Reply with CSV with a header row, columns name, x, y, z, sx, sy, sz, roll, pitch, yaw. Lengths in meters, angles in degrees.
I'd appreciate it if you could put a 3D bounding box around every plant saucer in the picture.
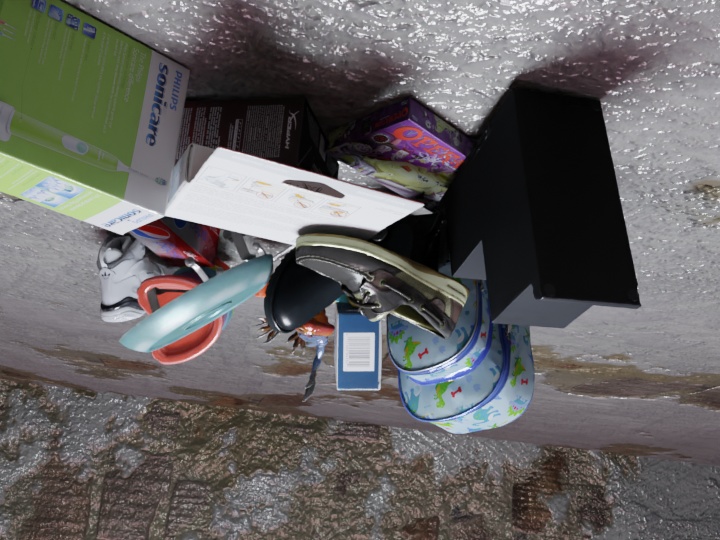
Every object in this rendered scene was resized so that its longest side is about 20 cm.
name,x,y,z,sx,sy,sz,roll,pitch,yaw
plant saucer,-0.181,0.043,0.905,0.198,0.028,0.200,-31,177,-2

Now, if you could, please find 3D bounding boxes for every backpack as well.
name,x,y,z,sx,sy,sz,roll,pitch,yaw
backpack,0.121,0.096,1.007,0.181,0.204,0.146,-22,147,32

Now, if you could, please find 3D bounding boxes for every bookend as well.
name,x,y,z,sx,sy,sz,roll,pitch,yaw
bookend,0.154,-0.024,0.740,0.090,0.204,0.199,5,153,-14

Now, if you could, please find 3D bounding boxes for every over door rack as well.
name,x,y,z,sx,sy,sz,roll,pitch,yaw
over door rack,-0.163,-0.019,0.973,0.146,0.067,0.200,-32,177,18

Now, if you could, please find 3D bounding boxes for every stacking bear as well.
name,x,y,z,sx,sy,sz,roll,pitch,yaw
stacking bear,-0.234,0.038,1.147,0.111,0.124,0.200,-9,-165,5

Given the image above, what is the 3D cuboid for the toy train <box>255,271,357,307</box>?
name,x,y,z,sx,sy,sz,roll,pitch,yaw
toy train,-0.065,0.014,1.077,0.195,0.057,0.150,1,-174,-3

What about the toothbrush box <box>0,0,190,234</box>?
name,x,y,z,sx,sy,sz,roll,pitch,yaw
toothbrush box,-0.258,-0.137,0.668,0.198,0.149,0.085,20,156,-39

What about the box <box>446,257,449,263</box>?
name,x,y,z,sx,sy,sz,roll,pitch,yaw
box,0.041,-0.015,1.097,0.157,0.047,0.198,21,157,-37

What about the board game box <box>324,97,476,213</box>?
name,x,y,z,sx,sy,sz,roll,pitch,yaw
board game box,0.071,-0.113,0.835,0.119,0.033,0.198,-17,151,41

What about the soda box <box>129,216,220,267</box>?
name,x,y,z,sx,sy,sz,roll,pitch,yaw
soda box,-0.248,-0.066,1.006,0.068,0.065,0.200,1,162,12

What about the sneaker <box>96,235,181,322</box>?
name,x,y,z,sx,sy,sz,roll,pitch,yaw
sneaker,-0.333,-0.003,1.210,0.074,0.117,0.200,-1,-165,20

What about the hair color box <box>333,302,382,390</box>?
name,x,y,z,sx,sy,sz,roll,pitch,yaw
hair color box,-0.006,0.094,1.095,0.059,0.102,0.200,1,-175,-4

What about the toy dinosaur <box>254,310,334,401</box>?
name,x,y,z,sx,sy,sz,roll,pitch,yaw
toy dinosaur,-0.075,0.065,1.059,0.104,0.202,0.181,36,149,-17

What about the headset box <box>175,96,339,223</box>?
name,x,y,z,sx,sy,sz,roll,pitch,yaw
headset box,-0.134,-0.109,0.823,0.196,0.077,0.149,1,162,12

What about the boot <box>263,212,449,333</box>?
name,x,y,z,sx,sy,sz,roll,pitch,yaw
boot,0.000,0.000,0.903,0.166,0.201,0.077,8,137,43

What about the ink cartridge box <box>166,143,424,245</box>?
name,x,y,z,sx,sy,sz,roll,pitch,yaw
ink cartridge box,-0.066,-0.073,0.723,0.197,0.044,0.173,12,159,-26

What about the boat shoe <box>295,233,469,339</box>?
name,x,y,z,sx,sy,sz,roll,pitch,yaw
boat shoe,0.022,0.019,0.791,0.198,0.067,0.071,19,166,-26
